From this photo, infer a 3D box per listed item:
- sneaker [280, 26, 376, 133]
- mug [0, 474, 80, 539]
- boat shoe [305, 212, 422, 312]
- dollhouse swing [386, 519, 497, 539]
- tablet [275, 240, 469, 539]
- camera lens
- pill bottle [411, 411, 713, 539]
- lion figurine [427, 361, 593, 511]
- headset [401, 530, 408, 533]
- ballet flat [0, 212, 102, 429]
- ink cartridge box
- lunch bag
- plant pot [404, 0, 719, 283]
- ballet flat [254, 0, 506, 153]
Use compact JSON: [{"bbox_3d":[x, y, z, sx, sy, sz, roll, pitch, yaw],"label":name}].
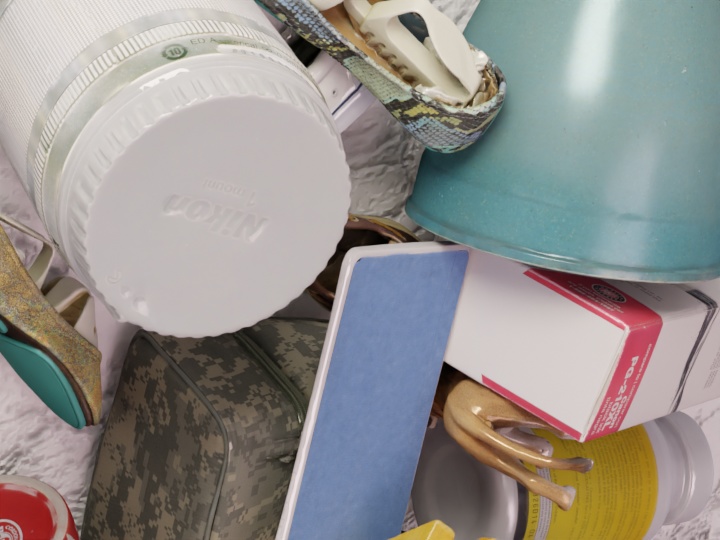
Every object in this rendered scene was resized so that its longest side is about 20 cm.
[{"bbox_3d":[-0.065,-0.082,1.513,0.200,0.073,0.071,-50,127,-9],"label":"sneaker"},{"bbox_3d":[-0.192,0.240,1.571,0.133,0.177,0.201,-35,132,-31],"label":"mug"},{"bbox_3d":[0.000,0.000,1.606,0.072,0.072,0.200,-50,136,4],"label":"boat shoe"},{"bbox_3d":[0.040,0.269,1.613,0.200,0.176,0.182,36,72,-22],"label":"dollhouse swing"},{"bbox_3d":[0.005,0.080,1.533,0.130,0.014,0.201,-5,111,-55],"label":"tablet"},{"bbox_3d":[-0.106,-0.078,1.373,0.159,0.200,0.160,-12,125,-18],"label":"camera lens"},{"bbox_3d":[0.142,0.144,1.784,0.199,0.112,0.112,-4,122,-34],"label":"pill bottle"},{"bbox_3d":[0.077,0.086,1.624,0.122,0.200,0.073,26,88,-8],"label":"lion figurine"},{"bbox_3d":[0.023,0.240,1.738,0.123,0.094,0.200,26,149,-10],"label":"headset"},{"bbox_3d":[-0.190,0.018,1.489,0.071,0.071,0.200,-42,135,-4],"label":"ballet flat"},{"bbox_3d":[0.144,0.027,1.638,0.200,0.145,0.085,-10,125,-56],"label":"ink cartridge box"},{"bbox_3d":[-0.062,0.127,1.607,0.167,0.139,0.201,-8,123,-38],"label":"lunch bag"},{"bbox_3d":[0.139,-0.109,1.562,0.199,0.200,0.189,0,105,-36],"label":"plant pot"},{"bbox_3d":[0.005,-0.149,1.458,0.200,0.074,0.074,39,94,-18],"label":"ballet flat"}]
